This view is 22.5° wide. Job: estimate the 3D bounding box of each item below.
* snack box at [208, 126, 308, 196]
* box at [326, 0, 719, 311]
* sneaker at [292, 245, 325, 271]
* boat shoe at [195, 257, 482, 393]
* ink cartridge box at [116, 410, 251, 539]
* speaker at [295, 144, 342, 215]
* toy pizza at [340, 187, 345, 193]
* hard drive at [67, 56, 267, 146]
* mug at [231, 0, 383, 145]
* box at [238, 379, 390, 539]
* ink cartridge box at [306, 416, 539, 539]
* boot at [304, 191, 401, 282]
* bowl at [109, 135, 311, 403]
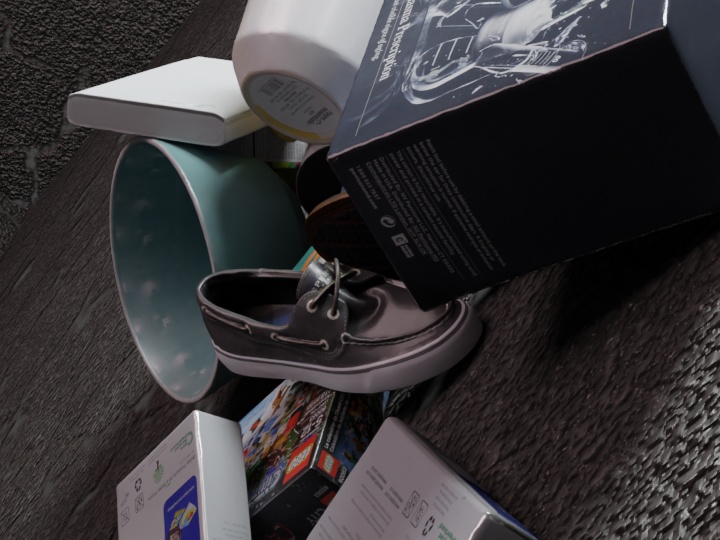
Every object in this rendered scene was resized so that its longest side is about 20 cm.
[{"bbox_3d":[-0.115,-0.082,1.514,0.200,0.140,0.054,129,142,-74],"label":"snack box"},{"bbox_3d":[0.100,-0.102,0.917,0.181,0.105,0.201,-19,31,25],"label":"box"},{"bbox_3d":[0.000,0.000,1.185,0.199,0.071,0.080,-22,29,56],"label":"sneaker"},{"bbox_3d":[-0.021,0.023,1.070,0.199,0.067,0.070,3,43,43],"label":"boat shoe"},{"bbox_3d":[-0.101,0.192,1.050,0.099,0.039,0.202,-42,41,38],"label":"ink cartridge box"},{"bbox_3d":[0.006,-0.114,1.411,0.081,0.081,0.201,-44,17,33],"label":"speaker"},{"bbox_3d":[0.056,-0.110,1.214,0.201,0.032,0.201,-50,13,16],"label":"toy pizza"},{"bbox_3d":[-0.121,-0.134,1.404,0.200,0.130,0.027,-33,-51,-64],"label":"hard drive"},{"bbox_3d":[-0.013,-0.164,1.287,0.148,0.187,0.154,11,61,24],"label":"mug"},{"bbox_3d":[-0.058,0.131,1.131,0.200,0.038,0.137,-43,18,37],"label":"box"},{"bbox_3d":[-0.006,0.180,0.854,0.201,0.043,0.196,-57,14,1],"label":"ink cartridge box"},{"bbox_3d":[0.062,-0.048,1.062,0.198,0.075,0.097,-7,34,39],"label":"boot"},{"bbox_3d":[-0.106,-0.008,1.371,0.104,0.203,0.200,-11,-7,-28],"label":"bowl"}]
